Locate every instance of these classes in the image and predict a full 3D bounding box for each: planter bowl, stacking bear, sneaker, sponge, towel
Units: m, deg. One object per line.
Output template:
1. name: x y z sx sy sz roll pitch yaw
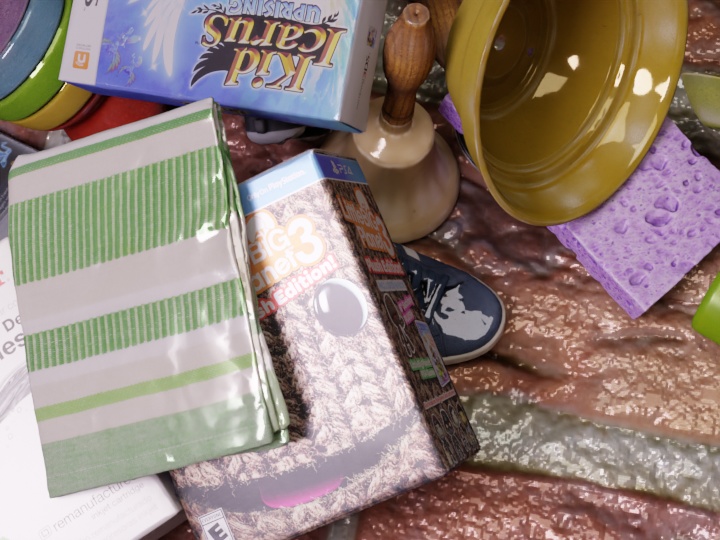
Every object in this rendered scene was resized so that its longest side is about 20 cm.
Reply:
1. planter bowl: 0.114 -0.135 0.958 0.083 0.201 0.200 26 67 42
2. stacking bear: -0.214 -0.142 1.016 0.113 0.200 0.122 -3 65 42
3. sneaker: 0.000 0.000 0.993 0.199 0.085 0.075 18 68 10
4. sponge: 0.158 -0.077 1.026 0.111 0.030 0.200 -40 81 -14
5. towel: -0.127 0.016 0.865 0.152 0.023 0.201 -14 81 16

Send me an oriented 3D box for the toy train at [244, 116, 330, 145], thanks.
1. toy train: -0.058 -0.183 1.027 0.085 0.114 0.201 1 104 24

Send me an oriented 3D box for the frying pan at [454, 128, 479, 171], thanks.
1. frying pan: 0.135 -0.079 1.056 0.114 0.031 0.191 -18 64 -5

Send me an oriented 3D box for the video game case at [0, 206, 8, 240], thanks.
1. video game case: -0.165 0.028 1.001 0.200 0.019 0.143 34 71 9

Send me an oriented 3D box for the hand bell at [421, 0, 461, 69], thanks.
1. hand bell: 0.047 -0.210 1.052 0.104 0.104 0.201 -14 56 -4

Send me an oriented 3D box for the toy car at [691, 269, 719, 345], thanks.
1. toy car: 0.315 -0.007 0.920 0.164 0.200 0.158 30 70 14

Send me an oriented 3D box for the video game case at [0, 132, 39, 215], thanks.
1. video game case: -0.257 0.007 1.034 0.181 0.023 0.201 25 70 12

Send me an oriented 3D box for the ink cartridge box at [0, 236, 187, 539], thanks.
1. ink cartridge box: -0.213 0.102 0.925 0.146 0.084 0.200 -34 81 -2

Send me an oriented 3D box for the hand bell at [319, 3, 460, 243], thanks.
1. hand bell: 0.024 -0.106 0.972 0.103 0.200 0.105 1 65 -3

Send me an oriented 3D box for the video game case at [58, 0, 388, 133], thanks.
1. video game case: -0.077 -0.189 0.929 0.199 0.045 0.182 10 90 22

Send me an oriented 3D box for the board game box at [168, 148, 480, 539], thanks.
1. board game box: -0.045 0.052 0.909 0.159 0.097 0.201 -25 84 14

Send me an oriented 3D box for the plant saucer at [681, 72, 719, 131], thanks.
1. plant saucer: 0.301 -0.087 0.978 0.199 0.200 0.031 17 98 10
